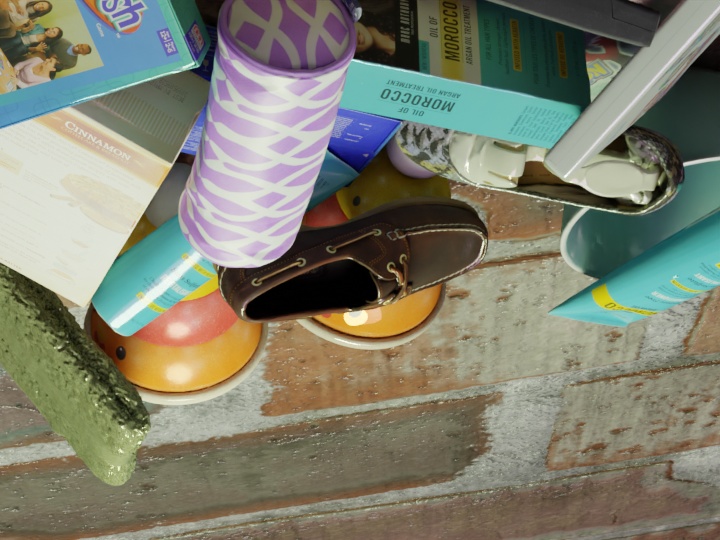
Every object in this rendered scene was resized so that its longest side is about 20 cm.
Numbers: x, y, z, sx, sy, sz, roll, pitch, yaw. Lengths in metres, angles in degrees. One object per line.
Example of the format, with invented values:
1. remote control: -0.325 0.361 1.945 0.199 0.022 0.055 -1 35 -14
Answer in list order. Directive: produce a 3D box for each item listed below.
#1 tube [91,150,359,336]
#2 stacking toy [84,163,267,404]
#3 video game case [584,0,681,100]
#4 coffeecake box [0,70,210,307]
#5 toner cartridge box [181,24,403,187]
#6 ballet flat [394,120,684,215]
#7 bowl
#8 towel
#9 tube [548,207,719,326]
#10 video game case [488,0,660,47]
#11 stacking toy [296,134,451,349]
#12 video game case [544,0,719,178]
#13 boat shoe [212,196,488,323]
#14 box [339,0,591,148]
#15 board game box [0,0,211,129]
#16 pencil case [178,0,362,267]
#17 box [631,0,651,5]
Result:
1. tube: -0.100 -0.028 1.142 0.200 0.050 0.077 -35 148 14
2. stacking toy: -0.142 -0.009 1.246 0.146 0.146 0.200 -5 139 -9
3. video game case: 0.117 -0.151 1.143 0.182 0.023 0.200 12 148 -37
4. coffeecake box: -0.204 -0.081 1.053 0.153 0.073 0.200 30 144 -9
5. toner cartridge box: -0.080 -0.114 1.103 0.199 0.043 0.095 11 150 -23
6. ballet flat: 0.122 -0.079 1.093 0.200 0.072 0.072 10 153 0
7. bowl: 0.240 -0.080 1.237 0.200 0.105 0.201 -7 154 -4
8. towel: -0.234 0.068 1.251 0.036 0.200 0.148 -36 170 -27
9. tube: 0.231 0.002 1.221 0.077 0.051 0.200 15 152 -27
10. video game case: 0.039 -0.175 0.918 0.199 0.026 0.181 11 -168 -30
11. stacking toy: 0.018 -0.050 1.211 0.146 0.146 0.200 0 143 -19
12. video game case: 0.208 -0.152 0.999 0.200 0.024 0.182 -49 174 33
13. boat shoe: 0.000 0.000 1.131 0.199 0.070 0.071 -12 125 -15
14. box: 0.044 -0.139 1.037 0.199 0.083 0.049 9 146 -16
15. board game box: -0.203 -0.158 0.901 0.199 0.045 0.152 -15 114 14
16. pencil case: -0.061 -0.087 0.973 0.084 0.086 0.200 -19 150 -29
17. box: 0.108 -0.230 0.885 0.200 0.100 0.095 12 148 -36
